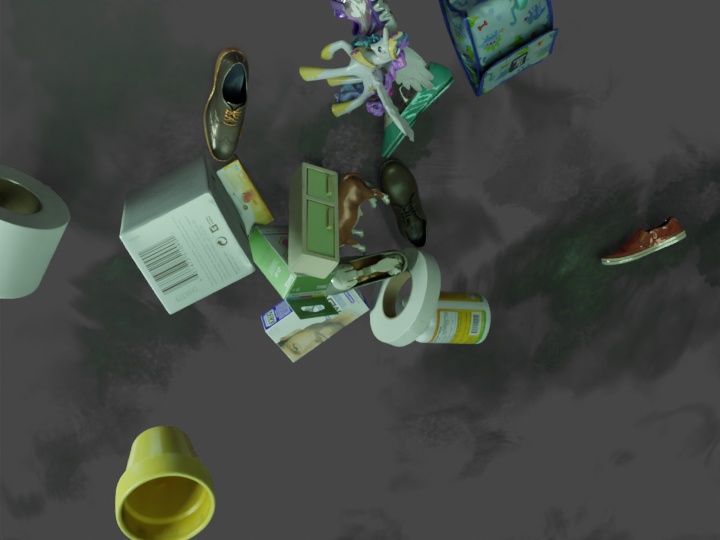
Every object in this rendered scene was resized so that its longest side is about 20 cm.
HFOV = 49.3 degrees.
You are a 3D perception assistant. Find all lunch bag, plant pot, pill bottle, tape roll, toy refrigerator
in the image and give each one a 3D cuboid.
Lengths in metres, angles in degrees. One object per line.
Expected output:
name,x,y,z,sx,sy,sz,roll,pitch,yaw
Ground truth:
lunch bag,0.255,-0.430,1.410,0.169,0.128,0.201,-30,137,-2
plant pot,-0.413,0.437,1.653,0.198,0.189,0.203,-8,122,-13
pill bottle,0.170,0.100,1.694,0.198,0.111,0.112,3,119,-20
tape roll,-0.599,-0.069,1.286,0.201,0.203,0.140,23,110,-28
toy refrigerator,-0.085,-0.094,1.438,0.075,0.202,0.070,14,145,-24
tape roll,0.087,0.053,1.584,0.037,0.203,0.204,21,111,-27

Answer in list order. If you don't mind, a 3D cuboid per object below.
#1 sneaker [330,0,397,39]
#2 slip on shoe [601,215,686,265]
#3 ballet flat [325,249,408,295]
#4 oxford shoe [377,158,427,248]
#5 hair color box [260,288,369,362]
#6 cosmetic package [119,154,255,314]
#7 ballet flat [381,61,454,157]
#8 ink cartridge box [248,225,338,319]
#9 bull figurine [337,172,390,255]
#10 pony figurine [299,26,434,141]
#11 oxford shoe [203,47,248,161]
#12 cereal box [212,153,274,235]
sneaker,-0.018,-0.472,1.319,0.088,0.081,0.201,-29,125,10
slip on shoe,0.638,-0.064,1.787,0.198,0.074,0.062,-25,90,4
ballet flat,0.000,0.000,1.544,0.198,0.064,0.068,-16,94,-11
oxford shoe,0.094,-0.131,1.550,0.072,0.085,0.201,-27,123,1
hair color box,-0.094,0.088,1.629,0.199,0.065,0.110,-34,124,5
cosmetic package,-0.294,-0.067,1.342,0.164,0.200,0.166,-26,119,0
ballet flat,0.087,-0.306,1.465,0.070,0.067,0.200,39,103,-7
ink cartridge box,-0.119,-0.001,1.470,0.103,0.200,0.060,-3,134,-47
bull figurine,-0.031,-0.096,1.541,0.120,0.065,0.201,12,120,-31
pony figurine,0.025,-0.329,1.354,0.198,0.168,0.193,-8,145,34
oxford shoe,-0.232,-0.278,1.361,0.070,0.073,0.202,0,120,-19
cereal box,-0.280,-0.107,1.465,0.199,0.040,0.145,-31,123,1
